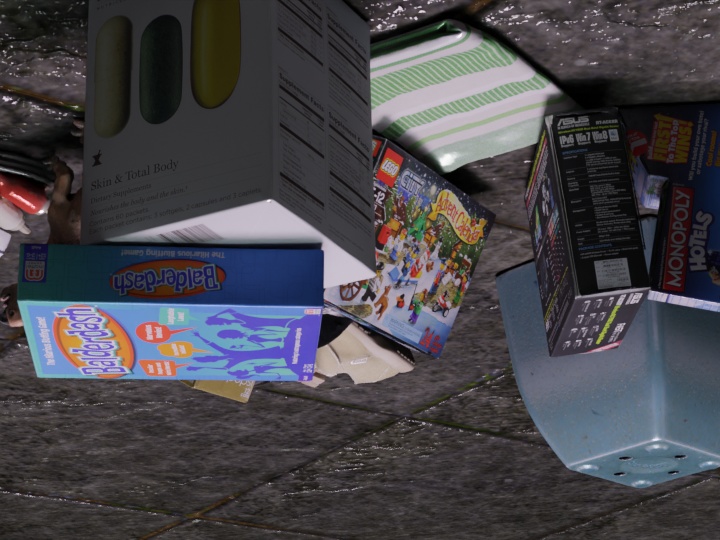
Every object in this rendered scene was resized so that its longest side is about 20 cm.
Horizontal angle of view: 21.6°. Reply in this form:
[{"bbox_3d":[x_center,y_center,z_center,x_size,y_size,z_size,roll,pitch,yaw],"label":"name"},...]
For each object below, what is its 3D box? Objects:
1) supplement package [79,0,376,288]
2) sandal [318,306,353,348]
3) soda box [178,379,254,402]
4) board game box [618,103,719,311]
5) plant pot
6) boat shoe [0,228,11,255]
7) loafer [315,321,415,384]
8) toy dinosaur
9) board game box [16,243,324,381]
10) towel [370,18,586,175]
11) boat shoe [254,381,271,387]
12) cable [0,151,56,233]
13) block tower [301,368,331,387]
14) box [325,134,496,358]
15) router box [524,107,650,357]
[{"bbox_3d":[-0.089,-0.097,1.303,0.151,0.200,0.151,-12,155,25],"label":"supplement package"},{"bbox_3d":[0.000,-0.001,1.612,0.200,0.075,0.048,-35,-175,-29],"label":"sandal"},{"bbox_3d":[-0.168,0.053,1.707,0.064,0.068,0.200,20,-178,-41],"label":"soda box"},{"bbox_3d":[0.290,-0.055,1.497,0.199,0.200,0.062,11,158,8],"label":"board game box"},{"bbox_3d":[0.266,0.093,1.786,0.196,0.200,0.196,18,151,-40],"label":"plant pot"},{"bbox_3d":[-0.379,-0.035,1.583,0.072,0.066,0.200,22,176,32],"label":"boat shoe"},{"bbox_3d":[-0.023,0.056,1.696,0.068,0.076,0.200,-36,139,13],"label":"loafer"},{"bbox_3d":[-0.201,-0.039,1.492,0.086,0.136,0.200,22,128,-33],"label":"toy dinosaur"},{"bbox_3d":[-0.128,0.031,1.289,0.199,0.045,0.152,1,158,-3],"label":"board game box"},{"bbox_3d":[0.068,-0.132,1.462,0.152,0.023,0.200,-16,153,29],"label":"towel"},{"bbox_3d":[-0.107,0.084,1.835,0.066,0.072,0.201,-30,-171,-41],"label":"boat shoe"},{"bbox_3d":[-0.322,-0.080,1.517,0.097,0.050,0.200,-10,158,32],"label":"cable"},{"bbox_3d":[-0.015,0.053,1.835,0.058,0.054,0.200,22,146,-26],"label":"block tower"},{"bbox_3d":[0.030,-0.018,1.559,0.038,0.137,0.200,20,175,34],"label":"box"},{"bbox_3d":[0.180,-0.026,1.528,0.062,0.150,0.200,-8,164,-3],"label":"router box"}]
